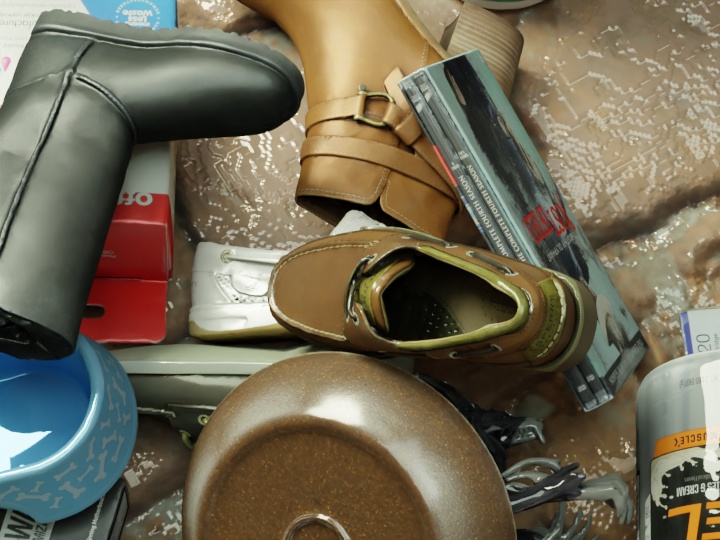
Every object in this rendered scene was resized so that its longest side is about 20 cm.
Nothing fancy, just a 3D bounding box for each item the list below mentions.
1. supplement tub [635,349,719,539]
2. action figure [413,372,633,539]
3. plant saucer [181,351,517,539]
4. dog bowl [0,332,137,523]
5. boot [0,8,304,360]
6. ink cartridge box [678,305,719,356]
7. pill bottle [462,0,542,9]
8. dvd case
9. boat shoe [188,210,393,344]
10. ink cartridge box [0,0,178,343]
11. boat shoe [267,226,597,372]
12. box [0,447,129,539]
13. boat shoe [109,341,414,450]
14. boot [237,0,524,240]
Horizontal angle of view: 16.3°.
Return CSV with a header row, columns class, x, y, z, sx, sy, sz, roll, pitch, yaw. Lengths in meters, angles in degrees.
class,x,y,z,sx,sy,sz,roll,pitch,yaw
supplement tub,0.204,0.150,1.304,0.122,0.123,0.201,2,68,-2
action figure,0.090,0.143,1.346,0.102,0.119,0.201,-15,82,-8
plant saucer,-0.015,0.144,1.316,0.200,0.037,0.201,4,100,25
dog bowl,-0.220,0.084,1.328,0.199,0.050,0.112,-14,66,0
boot,-0.133,-0.041,1.333,0.164,0.066,0.200,8,50,14
ink cartridge box,0.286,0.109,1.408,0.199,0.041,0.200,-4,68,-1
pill bottle,0.089,-0.245,1.457,0.112,0.200,0.113,1,68,-2
dvd case,0.092,-0.027,1.375,0.022,0.146,0.200,-28,90,17
boat shoe,0.000,0.000,1.402,0.199,0.071,0.070,-4,83,8
ink cartridge box,-0.163,-0.061,1.430,0.116,0.067,0.201,1,60,-3
boat shoe,0.023,0.010,1.298,0.199,0.068,0.072,2,83,37
box,-0.226,0.190,1.345,0.157,0.050,0.201,15,68,4
boat shoe,-0.070,0.072,1.390,0.201,0.072,0.061,-1,97,6
boot,-0.014,-0.102,1.466,0.199,0.077,0.156,25,66,-5
